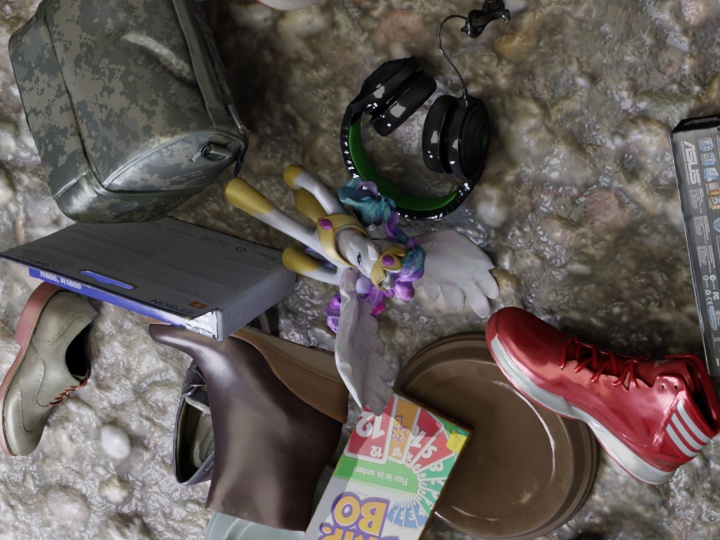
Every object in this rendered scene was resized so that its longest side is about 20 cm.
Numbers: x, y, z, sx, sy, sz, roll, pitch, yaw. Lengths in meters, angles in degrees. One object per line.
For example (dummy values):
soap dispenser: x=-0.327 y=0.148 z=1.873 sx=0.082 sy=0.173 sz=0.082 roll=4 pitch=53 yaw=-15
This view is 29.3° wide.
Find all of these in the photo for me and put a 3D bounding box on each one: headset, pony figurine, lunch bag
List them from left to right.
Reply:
lunch bag: x=-0.183 y=-0.152 z=1.150 sx=0.167 sy=0.139 sz=0.201 roll=-32 pitch=70 yaw=41
pony figurine: x=0.000 y=0.000 z=1.137 sx=0.200 sy=0.167 sz=0.193 roll=32 pitch=166 yaw=42
headset: x=0.060 y=-0.134 z=1.125 sx=0.123 sy=0.094 sz=0.201 roll=33 pitch=134 yaw=7

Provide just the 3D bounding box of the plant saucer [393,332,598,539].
plant saucer: x=0.110 y=0.153 z=1.214 sx=0.199 sy=0.029 sz=0.202 roll=9 pitch=112 yaw=23

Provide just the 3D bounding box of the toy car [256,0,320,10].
toy car: x=-0.097 y=-0.307 z=1.096 sx=0.199 sy=0.183 sz=0.178 roll=23 pitch=120 yaw=48

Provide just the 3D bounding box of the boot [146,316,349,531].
boot: x=-0.113 y=0.132 z=1.223 sx=0.198 sy=0.072 sz=0.168 roll=18 pitch=87 yaw=-8

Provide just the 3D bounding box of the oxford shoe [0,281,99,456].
oxford shoe: x=-0.313 y=0.112 z=1.379 sx=0.074 sy=0.070 sz=0.201 roll=24 pitch=118 yaw=10

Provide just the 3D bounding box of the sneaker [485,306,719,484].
sneaker: x=0.204 y=0.075 z=1.103 sx=0.199 sy=0.079 sz=0.116 roll=36 pitch=134 yaw=-5

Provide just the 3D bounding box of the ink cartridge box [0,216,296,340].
ink cartridge box: x=-0.183 y=0.004 z=1.201 sx=0.198 sy=0.200 sz=0.041 roll=17 pitch=111 yaw=20

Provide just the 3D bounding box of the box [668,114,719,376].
box: x=0.329 y=-0.023 z=1.037 sx=0.159 sy=0.044 sz=0.202 roll=-6 pitch=105 yaw=27

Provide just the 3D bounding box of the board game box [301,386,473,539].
board game box: x=0.014 y=0.209 z=1.208 sx=0.095 sy=0.030 sz=0.201 roll=26 pitch=97 yaw=15

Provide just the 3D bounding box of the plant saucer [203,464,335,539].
plant saucer: x=-0.078 y=0.272 z=1.280 sx=0.199 sy=0.050 sz=0.202 roll=-8 pitch=74 yaw=28

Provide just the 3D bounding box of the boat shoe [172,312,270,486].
boat shoe: x=-0.135 y=0.117 z=1.296 sx=0.072 sy=0.065 sz=0.201 roll=25 pitch=116 yaw=19
